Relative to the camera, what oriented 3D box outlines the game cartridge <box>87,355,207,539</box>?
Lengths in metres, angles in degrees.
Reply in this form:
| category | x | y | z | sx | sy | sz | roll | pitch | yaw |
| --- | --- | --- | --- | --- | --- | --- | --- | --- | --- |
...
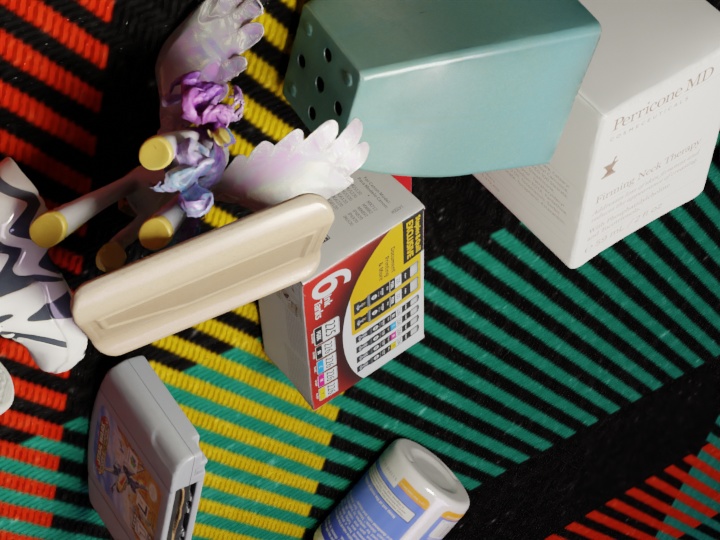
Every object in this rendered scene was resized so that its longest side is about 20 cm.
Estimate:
| category | x | y | z | sx | sy | sz | roll | pitch | yaw |
| --- | --- | --- | --- | --- | --- | --- | --- | --- | --- |
| game cartridge | -0.187 | 0.173 | 1.535 | 0.041 | 0.133 | 0.201 | -23 | 146 | -33 |

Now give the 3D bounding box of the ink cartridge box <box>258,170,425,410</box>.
| category | x | y | z | sx | sy | sz | roll | pitch | yaw |
| --- | --- | --- | --- | --- | --- | --- | --- | --- | --- |
| ink cartridge box | 0.000 | 0.000 | 1.592 | 0.175 | 0.084 | 0.201 | -33 | 150 | -19 |

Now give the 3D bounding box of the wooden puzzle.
| category | x | y | z | sx | sy | sz | roll | pitch | yaw |
| --- | --- | --- | --- | --- | --- | --- | --- | --- | --- |
| wooden puzzle | -0.111 | 0.001 | 1.260 | 0.184 | 0.037 | 0.200 | -23 | 171 | -7 |

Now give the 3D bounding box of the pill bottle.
| category | x | y | z | sx | sy | sz | roll | pitch | yaw |
| --- | --- | --- | --- | --- | --- | --- | --- | --- | --- |
| pill bottle | 0.018 | 0.293 | 1.991 | 0.200 | 0.112 | 0.112 | -49 | 152 | 13 |

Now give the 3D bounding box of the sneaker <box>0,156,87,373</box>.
| category | x | y | z | sx | sy | sz | roll | pitch | yaw |
| --- | --- | --- | --- | --- | --- | --- | --- | --- | --- |
| sneaker | -0.274 | 0.024 | 1.277 | 0.129 | 0.080 | 0.200 | -30 | 150 | -20 |

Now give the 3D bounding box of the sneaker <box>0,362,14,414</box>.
| category | x | y | z | sx | sy | sz | roll | pitch | yaw |
| --- | --- | --- | --- | --- | --- | --- | --- | --- | --- |
| sneaker | -0.359 | 0.098 | 1.277 | 0.200 | 0.074 | 0.118 | 16 | 140 | -43 |

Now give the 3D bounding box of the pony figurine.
| category | x | y | z | sx | sy | sz | roll | pitch | yaw |
| --- | --- | --- | --- | --- | --- | --- | --- | --- | --- |
| pony figurine | -0.117 | -0.080 | 1.258 | 0.192 | 0.167 | 0.200 | -32 | -172 | 24 |

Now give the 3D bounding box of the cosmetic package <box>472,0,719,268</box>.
| category | x | y | z | sx | sy | sz | roll | pitch | yaw |
| --- | --- | --- | --- | --- | --- | --- | --- | --- | --- |
| cosmetic package | 0.203 | -0.148 | 1.565 | 0.167 | 0.166 | 0.201 | -29 | 148 | -24 |

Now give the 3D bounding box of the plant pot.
| category | x | y | z | sx | sy | sz | roll | pitch | yaw |
| --- | --- | --- | --- | --- | --- | --- | --- | --- | --- |
| plant pot | 0.050 | -0.159 | 1.391 | 0.199 | 0.142 | 0.142 | -15 | 142 | -30 |
